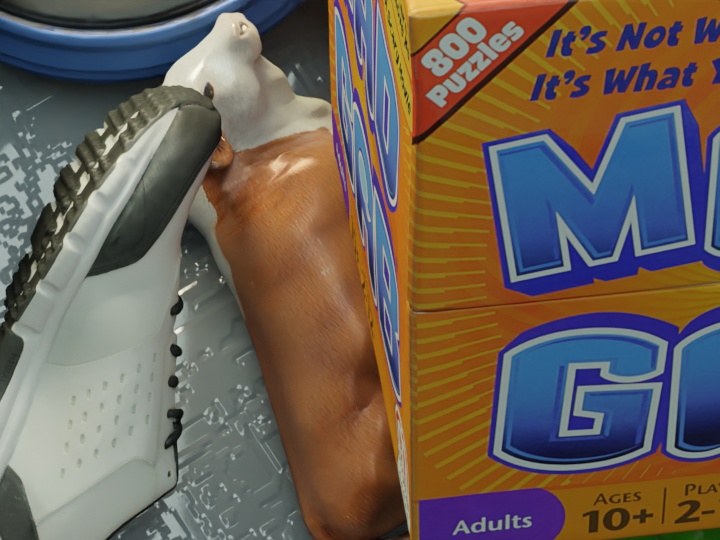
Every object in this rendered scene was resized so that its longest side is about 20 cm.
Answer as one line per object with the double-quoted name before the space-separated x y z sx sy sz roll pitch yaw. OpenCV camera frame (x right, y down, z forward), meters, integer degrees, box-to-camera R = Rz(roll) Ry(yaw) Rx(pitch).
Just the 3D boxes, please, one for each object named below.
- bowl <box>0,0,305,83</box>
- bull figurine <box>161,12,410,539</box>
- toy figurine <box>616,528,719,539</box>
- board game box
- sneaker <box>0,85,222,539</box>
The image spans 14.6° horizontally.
"bowl" -0.092 -0.169 1.014 0.200 0.039 0.201 0 81 -1
"bull figurine" 0.000 0.000 1.003 0.121 0.065 0.200 -16 91 -14
"toy figurine" 0.160 0.094 0.973 0.184 0.200 0.150 -32 73 -35
"board game box" 0.099 -0.061 0.845 0.200 0.200 0.200 -6 41 -5
"sneaker" -0.089 0.031 0.966 0.080 0.074 0.200 24 104 -11
